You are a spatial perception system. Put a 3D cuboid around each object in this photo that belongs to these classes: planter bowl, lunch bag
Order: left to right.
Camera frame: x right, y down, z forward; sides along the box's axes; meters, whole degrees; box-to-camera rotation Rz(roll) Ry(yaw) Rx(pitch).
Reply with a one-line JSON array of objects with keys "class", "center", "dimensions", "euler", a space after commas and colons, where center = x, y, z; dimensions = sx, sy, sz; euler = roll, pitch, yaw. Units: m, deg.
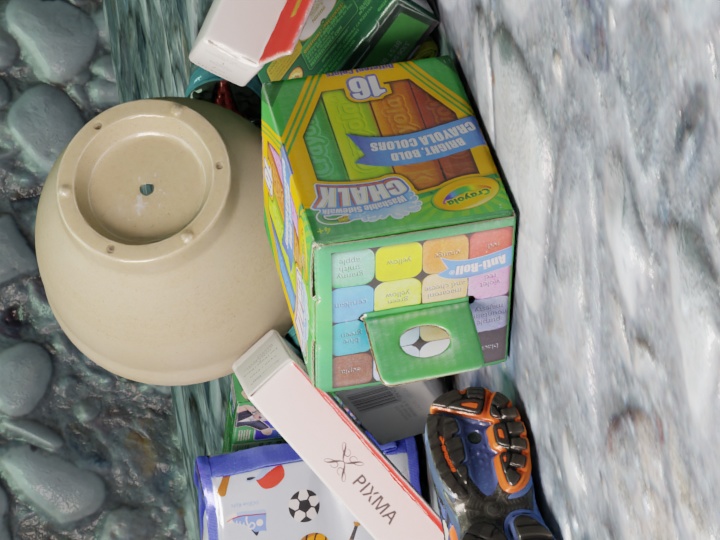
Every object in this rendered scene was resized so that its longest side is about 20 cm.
[{"class": "planter bowl", "center": [-0.134, -0.037, 1.676], "dimensions": [0.135, 0.200, 0.200], "euler": [71, -174, -68]}, {"class": "lunch bag", "center": [-0.037, 0.205, 1.847], "dimensions": [0.124, 0.170, 0.200], "euler": [-108, 12, -52]}]

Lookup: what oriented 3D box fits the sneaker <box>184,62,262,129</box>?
[{"class": "sneaker", "center": [-0.095, -0.124, 1.856], "dimensions": [0.200, 0.079, 0.096], "euler": [112, 166, -64]}]

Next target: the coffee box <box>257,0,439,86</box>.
[{"class": "coffee box", "center": [-0.026, -0.181, 1.622], "dimensions": [0.123, 0.044, 0.200], "euler": [-51, 38, 20]}]

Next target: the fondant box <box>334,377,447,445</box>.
[{"class": "fondant box", "center": [0.000, 0.000, 1.654], "dimensions": [0.144, 0.058, 0.200], "euler": [54, -158, -63]}]

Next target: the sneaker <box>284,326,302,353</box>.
[{"class": "sneaker", "center": [-0.045, 0.019, 1.798], "dimensions": [0.080, 0.200, 0.078], "euler": [18, 76, 54]}]

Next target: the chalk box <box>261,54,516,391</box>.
[{"class": "chalk box", "center": [0.019, -0.015, 1.475], "dimensions": [0.200, 0.125, 0.124], "euler": [-110, 15, -46]}]

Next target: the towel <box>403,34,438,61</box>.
[{"class": "towel", "center": [0.003, -0.181, 1.639], "dimensions": [0.086, 0.018, 0.200], "euler": [-46, 40, 29]}]

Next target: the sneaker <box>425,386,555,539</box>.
[{"class": "sneaker", "center": [0.083, 0.169, 1.452], "dimensions": [0.078, 0.075, 0.200], "euler": [81, -176, -58]}]

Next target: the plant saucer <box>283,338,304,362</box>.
[{"class": "plant saucer", "center": [-0.076, 0.059, 1.816], "dimensions": [0.200, 0.070, 0.019], "euler": [47, -118, -54]}]

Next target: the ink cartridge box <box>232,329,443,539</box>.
[{"class": "ink cartridge box", "center": [0.004, 0.139, 1.620], "dimensions": [0.200, 0.045, 0.176], "euler": [49, 179, -15]}]

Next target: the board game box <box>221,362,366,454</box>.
[{"class": "board game box", "center": [-0.034, 0.118, 1.851], "dimensions": [0.200, 0.134, 0.029], "euler": [103, 158, -64]}]

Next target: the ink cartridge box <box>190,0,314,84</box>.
[{"class": "ink cartridge box", "center": [-0.037, -0.220, 1.511], "dimensions": [0.200, 0.045, 0.176], "euler": [-66, 9, -6]}]
